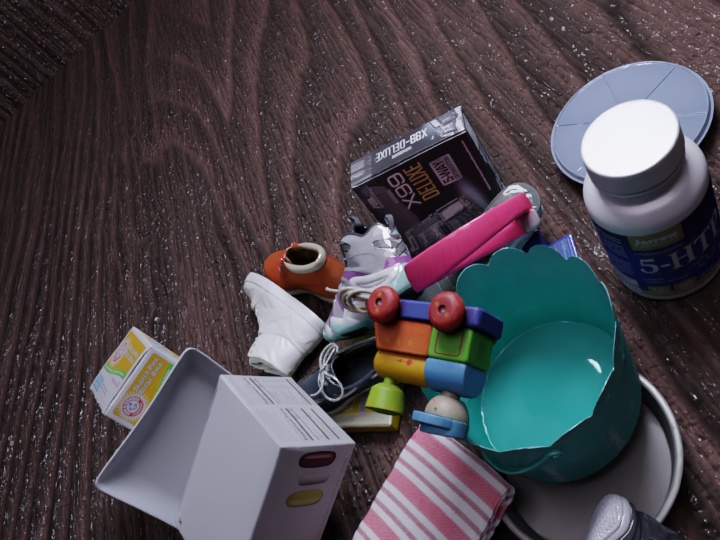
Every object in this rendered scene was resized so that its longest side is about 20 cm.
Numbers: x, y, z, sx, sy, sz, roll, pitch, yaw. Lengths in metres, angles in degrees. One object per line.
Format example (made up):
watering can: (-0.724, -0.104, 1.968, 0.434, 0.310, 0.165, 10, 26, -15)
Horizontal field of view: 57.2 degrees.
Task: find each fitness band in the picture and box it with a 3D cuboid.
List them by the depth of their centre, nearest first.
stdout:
fitness band: (0.114, -0.024, 0.676, 0.142, 0.200, 0.038, -32, 84, 10)

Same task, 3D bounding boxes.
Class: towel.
towel: (0.067, 0.279, 0.705, 0.146, 0.030, 0.203, 29, 88, 52)

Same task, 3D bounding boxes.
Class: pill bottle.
pill bottle: (0.295, -0.070, 0.674, 0.118, 0.200, 0.122, -20, 48, 25)

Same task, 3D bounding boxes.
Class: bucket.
bucket: (0.168, 0.098, 0.644, 0.204, 0.135, 0.211, -21, 48, 25)

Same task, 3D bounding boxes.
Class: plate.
plate: (-0.208, 0.231, 0.862, 0.202, 0.199, 0.032, -56, 28, -11)

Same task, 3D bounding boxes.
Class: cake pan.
cake pan: (0.221, 0.187, 0.664, 0.197, 0.037, 0.204, -21, 49, 26)

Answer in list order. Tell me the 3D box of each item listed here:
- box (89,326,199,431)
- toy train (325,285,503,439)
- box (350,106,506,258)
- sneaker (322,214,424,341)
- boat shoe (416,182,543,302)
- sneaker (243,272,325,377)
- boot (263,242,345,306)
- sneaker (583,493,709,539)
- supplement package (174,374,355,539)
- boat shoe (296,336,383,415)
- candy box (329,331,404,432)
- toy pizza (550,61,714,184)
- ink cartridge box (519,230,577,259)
box: (-0.254, 0.183, 0.912, 0.102, 0.200, 0.112, -55, 32, -11)
toy train: (0.029, 0.081, 0.618, 0.197, 0.084, 0.119, 4, 74, 41)
box: (0.101, -0.091, 0.842, 0.155, 0.200, 0.051, -23, 45, 21)
sneaker: (0.000, 0.000, 0.850, 0.199, 0.076, 0.143, -38, 63, 46)
boat shoe: (0.146, -0.015, 0.807, 0.203, 0.065, 0.074, -49, 60, 7)
sneaker: (-0.145, 0.085, 1.002, 0.116, 0.074, 0.198, -51, 44, -10)
boot: (-0.097, -0.010, 1.011, 0.197, 0.107, 0.076, 10, 67, 44)
sneaker: (0.226, 0.301, 0.546, 0.111, 0.075, 0.205, 17, 92, 18)
supplement package: (-0.118, 0.252, 0.780, 0.155, 0.109, 0.204, 31, 106, 47)
boat shoe: (-0.019, 0.132, 0.839, 0.197, 0.062, 0.076, -22, 51, 29)
candy box: (0.018, 0.114, 0.885, 0.100, 0.026, 0.204, -9, 55, 32)
toy pizza: (0.342, -0.183, 0.843, 0.196, 0.032, 0.204, -20, 49, 24)
ink cartridge box: (0.175, 0.029, 0.816, 0.196, 0.042, 0.122, -21, 49, 23)
